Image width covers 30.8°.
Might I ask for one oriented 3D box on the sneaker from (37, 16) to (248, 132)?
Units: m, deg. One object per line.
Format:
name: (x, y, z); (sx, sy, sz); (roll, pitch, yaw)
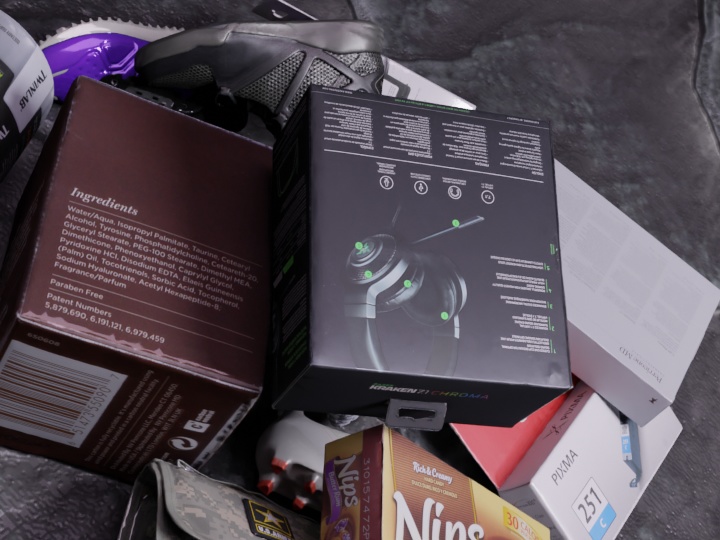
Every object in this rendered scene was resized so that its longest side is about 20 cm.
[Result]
sneaker: (-0.173, -0.143, 1.064); (0.198, 0.070, 0.100); (-6, 65, -34)

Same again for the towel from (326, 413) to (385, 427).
towel: (0.000, 0.000, 0.974); (0.084, 0.166, 0.202); (-7, 71, -5)

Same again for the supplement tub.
supplement tub: (-0.306, -0.087, 0.906); (0.122, 0.123, 0.201); (30, 48, -11)

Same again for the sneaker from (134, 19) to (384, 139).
sneaker: (-0.076, -0.135, 1.027); (0.197, 0.076, 0.116); (-2, 87, -13)

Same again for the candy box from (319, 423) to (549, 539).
candy box: (0.054, 0.197, 0.869); (0.200, 0.056, 0.118); (38, 42, -39)

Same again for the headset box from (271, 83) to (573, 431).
headset box: (0.036, 0.000, 0.839); (0.172, 0.093, 0.202); (6, 67, -18)

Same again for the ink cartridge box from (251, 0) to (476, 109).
ink cartridge box: (-0.013, -0.157, 1.136); (0.198, 0.116, 0.068); (27, 88, -14)

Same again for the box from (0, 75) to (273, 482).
box: (-0.159, 0.014, 0.900); (0.163, 0.166, 0.202); (19, 52, -19)

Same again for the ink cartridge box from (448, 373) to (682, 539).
ink cartridge box: (0.173, 0.124, 1.092); (0.177, 0.045, 0.200); (55, 46, -9)

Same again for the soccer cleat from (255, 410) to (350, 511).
soccer cleat: (0.013, 0.172, 0.971); (0.199, 0.069, 0.078); (36, 42, -3)

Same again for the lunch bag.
lunch bag: (-0.080, 0.227, 0.838); (0.163, 0.117, 0.202); (26, 47, -23)

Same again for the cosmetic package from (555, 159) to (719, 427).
cosmetic package: (0.201, 0.015, 1.124); (0.199, 0.052, 0.151); (39, 46, 2)
